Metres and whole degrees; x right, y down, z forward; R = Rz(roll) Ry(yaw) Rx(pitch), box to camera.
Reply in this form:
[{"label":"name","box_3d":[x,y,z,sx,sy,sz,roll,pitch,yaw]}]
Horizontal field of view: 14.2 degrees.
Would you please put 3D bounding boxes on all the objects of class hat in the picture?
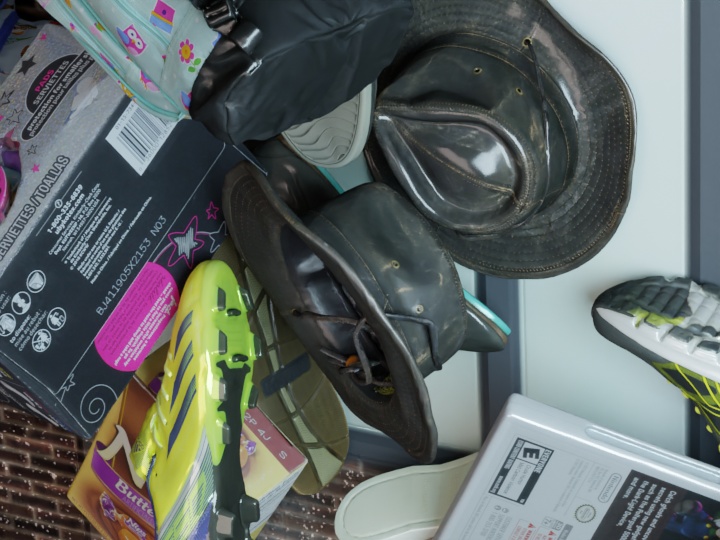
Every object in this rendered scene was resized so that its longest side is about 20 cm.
[{"label":"hat","box_3d":[0.059,-0.075,1.678,0.200,0.081,0.202,14,118,28]},{"label":"hat","box_3d":[0.008,0.007,1.647,0.201,0.081,0.201,51,166,18]}]

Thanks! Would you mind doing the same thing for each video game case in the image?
[{"label":"video game case","box_3d":[0.138,0.170,1.707,0.181,0.023,0.201,20,133,-5]}]

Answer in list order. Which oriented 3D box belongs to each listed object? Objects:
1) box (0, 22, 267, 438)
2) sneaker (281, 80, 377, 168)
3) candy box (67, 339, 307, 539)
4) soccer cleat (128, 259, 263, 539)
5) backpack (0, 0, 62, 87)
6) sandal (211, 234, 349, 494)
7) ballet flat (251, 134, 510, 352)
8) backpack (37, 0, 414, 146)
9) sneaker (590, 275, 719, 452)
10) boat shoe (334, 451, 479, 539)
[{"label":"box","box_3d":[-0.177,-0.027,1.716,0.114,0.201,0.132,16,157,45]},{"label":"sneaker","box_3d":[-0.009,-0.166,1.663,0.074,0.106,0.201,1,107,31]},{"label":"candy box","box_3d":[-0.115,0.134,1.850,0.117,0.056,0.200,47,147,10]},{"label":"soccer cleat","box_3d":[-0.104,0.093,1.718,0.083,0.065,0.202,5,101,24]},{"label":"backpack","box_3d":[-0.267,-0.084,1.815,0.153,0.191,0.201,9,116,12]},{"label":"sandal","box_3d":[-0.062,0.047,1.821,0.054,0.080,0.201,11,122,52]},{"label":"ballet flat","box_3d":[0.000,0.000,1.754,0.200,0.068,0.068,41,85,18]},{"label":"backpack","box_3d":[-0.090,-0.163,1.559,0.200,0.167,0.127,43,125,20]},{"label":"sneaker","box_3d":[0.215,0.074,1.646,0.199,0.074,0.085,27,123,20]},{"label":"boat shoe","box_3d":[0.085,0.150,1.769,0.201,0.072,0.060,-13,134,24]}]
